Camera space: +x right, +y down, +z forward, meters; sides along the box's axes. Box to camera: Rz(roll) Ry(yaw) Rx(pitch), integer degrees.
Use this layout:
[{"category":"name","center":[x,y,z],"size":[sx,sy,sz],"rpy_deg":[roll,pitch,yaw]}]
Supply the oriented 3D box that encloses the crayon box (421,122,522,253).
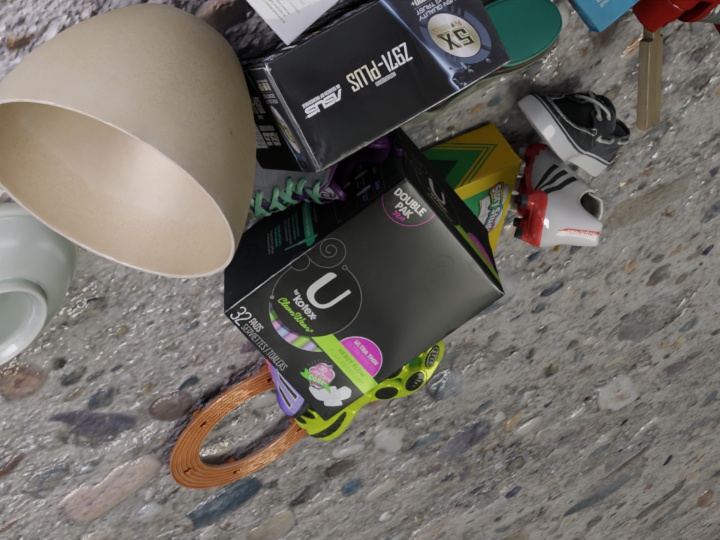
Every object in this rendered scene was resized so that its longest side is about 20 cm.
[{"category":"crayon box","center":[0.056,-0.033,1.692],"size":[0.172,0.058,0.201],"rpy_deg":[-24,150,-25]}]

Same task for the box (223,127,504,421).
[{"category":"box","center":[0.000,0.000,1.519],"size":[0.199,0.125,0.149],"rpy_deg":[-36,115,14]}]

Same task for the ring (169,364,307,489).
[{"category":"ring","center":[-0.116,0.159,1.837],"size":[0.199,0.019,0.201],"rpy_deg":[-27,151,-17]}]

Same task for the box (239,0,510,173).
[{"category":"box","center":[-0.005,-0.149,1.295],"size":[0.163,0.087,0.200],"rpy_deg":[-31,-169,-12]}]

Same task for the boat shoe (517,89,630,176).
[{"category":"boat shoe","center":[0.213,-0.143,1.686],"size":[0.068,0.072,0.200],"rpy_deg":[-41,155,14]}]

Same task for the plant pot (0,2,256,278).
[{"category":"plant pot","center":[-0.153,-0.107,1.224],"size":[0.201,0.199,0.135],"rpy_deg":[81,29,-60]}]

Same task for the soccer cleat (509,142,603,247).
[{"category":"soccer cleat","center":[0.189,-0.069,1.671],"size":[0.200,0.084,0.069],"rpy_deg":[-80,-179,-70]}]

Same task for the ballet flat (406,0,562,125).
[{"category":"ballet flat","center":[0.090,-0.183,1.494],"size":[0.199,0.068,0.064],"rpy_deg":[-32,-175,-35]}]

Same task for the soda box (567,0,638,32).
[{"category":"soda box","center":[0.258,-0.292,1.484],"size":[0.200,0.068,0.064],"rpy_deg":[-39,-173,6]}]

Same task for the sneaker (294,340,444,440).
[{"category":"sneaker","center":[0.006,0.098,1.767],"size":[0.200,0.074,0.084],"rpy_deg":[-34,-156,38]}]

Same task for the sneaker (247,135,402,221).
[{"category":"sneaker","center":[-0.064,-0.076,1.449],"size":[0.199,0.088,0.074],"rpy_deg":[-36,153,-1]}]

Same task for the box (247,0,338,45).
[{"category":"box","center":[-0.025,-0.273,1.168],"size":[0.200,0.041,0.156],"rpy_deg":[-40,125,6]}]

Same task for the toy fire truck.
[{"category":"toy fire truck","center":[0.325,-0.239,1.631],"size":[0.175,0.129,0.200],"rpy_deg":[-3,150,-48]}]

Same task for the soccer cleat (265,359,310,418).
[{"category":"soccer cleat","center":[-0.069,0.069,1.706],"size":[0.073,0.069,0.201],"rpy_deg":[3,138,-12]}]

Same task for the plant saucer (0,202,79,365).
[{"category":"plant saucer","center":[-0.305,0.033,1.382],"size":[0.199,0.050,0.201],"rpy_deg":[-27,152,-16]}]
